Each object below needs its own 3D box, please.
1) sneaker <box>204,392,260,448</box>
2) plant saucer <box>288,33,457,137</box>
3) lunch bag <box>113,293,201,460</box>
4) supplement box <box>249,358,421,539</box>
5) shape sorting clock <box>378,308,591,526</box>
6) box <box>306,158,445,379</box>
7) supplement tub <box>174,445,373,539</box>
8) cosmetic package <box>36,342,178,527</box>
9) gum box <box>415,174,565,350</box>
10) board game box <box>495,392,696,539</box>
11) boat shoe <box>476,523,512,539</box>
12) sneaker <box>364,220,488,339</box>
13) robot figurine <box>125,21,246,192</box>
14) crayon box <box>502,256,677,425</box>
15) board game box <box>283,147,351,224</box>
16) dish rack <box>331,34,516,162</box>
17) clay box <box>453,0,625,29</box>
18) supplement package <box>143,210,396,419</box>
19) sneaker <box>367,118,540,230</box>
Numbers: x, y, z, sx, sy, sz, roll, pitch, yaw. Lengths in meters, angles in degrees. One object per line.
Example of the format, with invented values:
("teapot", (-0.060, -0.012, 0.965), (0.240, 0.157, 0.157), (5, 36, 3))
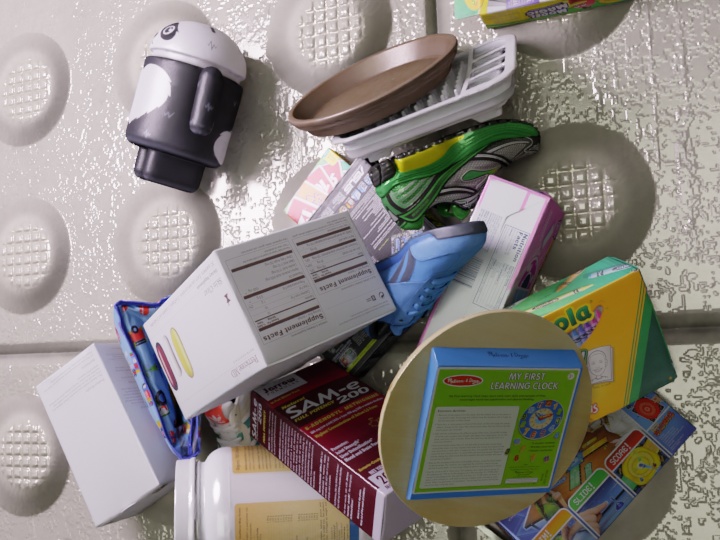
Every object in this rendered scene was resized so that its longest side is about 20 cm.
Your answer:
("sneaker", (-0.153, 0.183, 0.916), (0.070, 0.093, 0.200), (-6, 83, 21))
("plant saucer", (0.015, -0.198, 0.847), (0.200, 0.200, 0.030), (-19, 116, 19))
("lunch bag", (-0.223, 0.134, 0.911), (0.094, 0.151, 0.201), (-11, 85, -18))
("supplement box", (-0.009, 0.169, 0.775), (0.200, 0.109, 0.061), (27, 123, 40))
("shape sorting clock", (0.109, 0.128, 0.671), (0.200, 0.200, 0.039), (-58, 25, 8))
("box", (0.000, 0.000, 0.870), (0.160, 0.044, 0.200), (45, 108, 18))
("supplement tub", (-0.090, 0.255, 0.819), (0.199, 0.145, 0.145), (0, 85, -11))
("cosmetic package", (-0.308, 0.202, 0.984), (0.113, 0.081, 0.200), (-33, 76, 16))
("gum box", (0.138, 0.004, 0.802), (0.066, 0.113, 0.200), (25, 95, 21))
("board game box", (0.207, 0.180, 0.766), (0.200, 0.034, 0.135), (-43, 71, -9))
("boat shoe", (0.127, 0.229, 0.811), (0.201, 0.072, 0.061), (35, 89, 14))
("sneaker", (0.059, 0.013, 0.749), (0.200, 0.066, 0.079), (-32, 68, 52))
("robot figurine", (-0.214, -0.200, 0.954), (0.150, 0.125, 0.201), (17, 93, 19))
("crayon box", (0.176, 0.085, 0.725), (0.200, 0.058, 0.119), (-26, 106, -4))
("board game box", (0.008, -0.046, 0.907), (0.200, 0.030, 0.096), (41, 102, 17))
("dish rack", (0.076, -0.179, 0.833), (0.200, 0.172, 0.044), (-17, 116, 20))
("clay box", (0.198, -0.335, 0.842), (0.199, 0.048, 0.115), (-5, 84, 23))
("supplement package", (-0.095, 0.047, 0.769), (0.200, 0.156, 0.111), (-37, 78, 51))
("sneaker", (0.105, -0.101, 0.816), (0.200, 0.078, 0.085), (-24, 99, -19))
